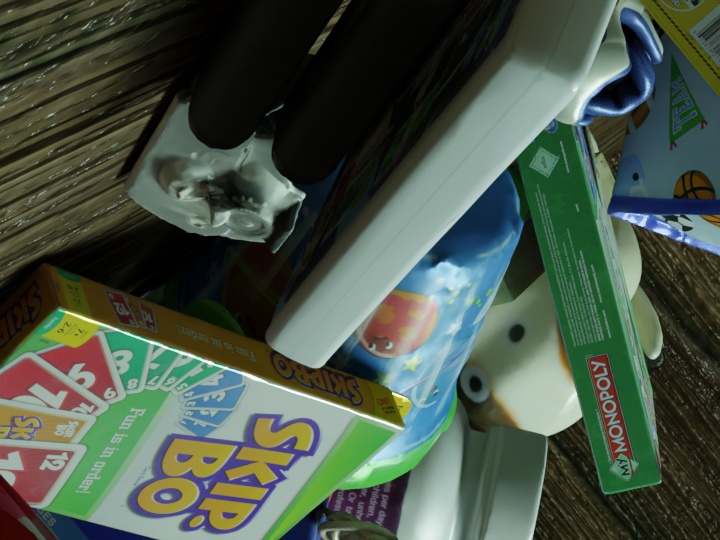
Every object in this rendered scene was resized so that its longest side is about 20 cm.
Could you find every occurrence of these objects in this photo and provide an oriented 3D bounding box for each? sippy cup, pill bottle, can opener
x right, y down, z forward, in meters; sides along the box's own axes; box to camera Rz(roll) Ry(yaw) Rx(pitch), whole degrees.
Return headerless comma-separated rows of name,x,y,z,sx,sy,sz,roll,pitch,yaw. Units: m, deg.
sippy cup,0.000,0.000,0.897,0.178,0.139,0.131,-79,-164,-46
pill bottle,-0.012,0.102,1.069,0.112,0.199,0.113,12,90,-87
can opener,-0.020,-0.064,0.639,0.200,0.053,0.067,131,-23,-59

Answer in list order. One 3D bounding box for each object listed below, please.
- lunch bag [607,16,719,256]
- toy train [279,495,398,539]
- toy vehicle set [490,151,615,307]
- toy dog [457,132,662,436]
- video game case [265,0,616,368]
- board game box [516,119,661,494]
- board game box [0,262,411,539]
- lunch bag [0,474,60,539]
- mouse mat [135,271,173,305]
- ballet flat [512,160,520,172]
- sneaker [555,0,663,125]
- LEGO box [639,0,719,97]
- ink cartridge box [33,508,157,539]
lunch bag,0.225,-0.087,0.933,0.200,0.123,0.171,-1,-103,56
toy train,-0.011,0.072,0.974,0.116,0.199,0.085,-47,157,-38
toy vehicle set,0.023,-0.004,1.106,0.199,0.027,0.124,-15,-164,40
toy dog,0.091,0.019,1.235,0.139,0.194,0.200,-33,-160,23
video game case,0.042,-0.082,0.581,0.183,0.023,0.200,-66,-172,-26
board game box,0.098,-0.015,0.968,0.029,0.201,0.135,-14,-169,8
board game box,-0.070,0.060,0.805,0.095,0.030,0.200,-42,142,24
lunch bag,-0.112,0.121,0.619,0.082,0.200,0.176,-39,173,-31
mouse mat,-0.087,0.016,1.049,0.200,0.008,0.161,-34,172,-48
ballet flat,0.053,-0.066,1.049,0.200,0.068,0.067,-38,168,-46
sneaker,0.072,-0.090,0.802,0.075,0.088,0.200,-43,176,19
LEGO box,0.162,-0.095,0.777,0.077,0.200,0.149,-40,176,16
ink cartridge box,-0.136,0.133,0.931,0.200,0.137,0.076,-41,-179,11
